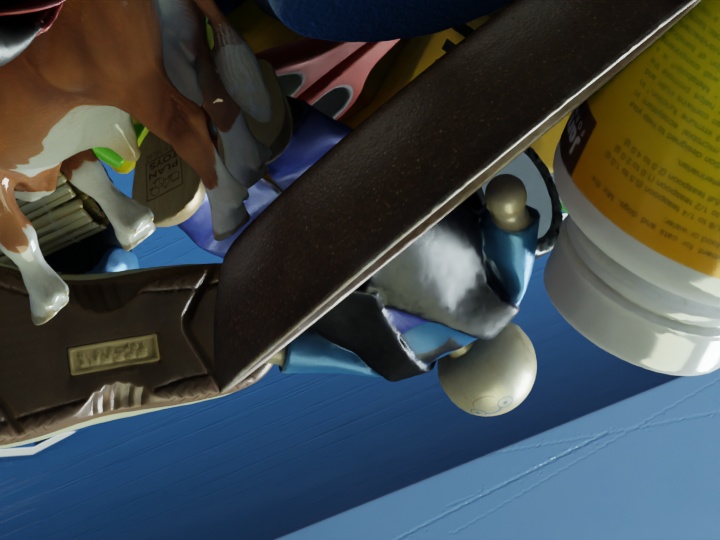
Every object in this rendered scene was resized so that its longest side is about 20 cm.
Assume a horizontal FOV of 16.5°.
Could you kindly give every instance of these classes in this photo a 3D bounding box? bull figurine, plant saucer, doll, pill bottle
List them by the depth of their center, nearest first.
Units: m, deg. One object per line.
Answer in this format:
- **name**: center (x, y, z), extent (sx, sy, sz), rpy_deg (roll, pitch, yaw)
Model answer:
- **plant saucer**: center (0.023, -0.037, 0.788), extent (0.200, 0.037, 0.200), rpy_deg (-40, 179, -1)
- **bull figurine**: center (-0.105, -0.054, 0.815), extent (0.065, 0.122, 0.200), rpy_deg (-45, -165, -32)
- **pill bottle**: center (0.138, -0.063, 0.882), extent (0.109, 0.109, 0.201), rpy_deg (-9, 133, -43)
- **doll**: center (0.000, 0.000, 0.931), extent (0.136, 0.049, 0.200), rpy_deg (-32, 137, 23)

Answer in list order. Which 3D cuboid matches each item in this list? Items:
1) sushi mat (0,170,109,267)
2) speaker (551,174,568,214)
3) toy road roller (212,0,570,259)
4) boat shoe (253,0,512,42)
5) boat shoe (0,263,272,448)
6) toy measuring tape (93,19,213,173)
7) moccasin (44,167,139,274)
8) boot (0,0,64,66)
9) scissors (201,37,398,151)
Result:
- **sushi mat**: center (-0.203, -0.015, 1.007), extent (0.199, 0.096, 0.012), rpy_deg (-25, -152, 28)
- **speaker**: center (0.151, -0.087, 1.236), extent (0.088, 0.089, 0.200), rpy_deg (-15, 168, -20)
- **toy road roller**: center (0.012, -0.077, 1.032), extent (0.123, 0.146, 0.200), rpy_deg (-28, -157, 38)
- **boat shoe**: center (0.043, -0.130, 0.792), extent (0.199, 0.069, 0.084), rpy_deg (-23, 132, -24)
- **boat shoe**: center (-0.135, 0.034, 0.984), extent (0.201, 0.075, 0.075), rpy_deg (1, 176, -28)
- **toy measuring tape**: center (-0.091, -0.076, 0.965), extent (0.073, 0.074, 0.200), rpy_deg (-18, -174, -8)
- **moccasin**: center (-0.185, 0.001, 1.087), extent (0.199, 0.069, 0.080), rpy_deg (-12, 164, 17)
- **boot**: center (-0.126, -0.062, 0.651), extent (0.143, 0.073, 0.200), rpy_deg (-12, 179, 9)
- **scissors**: center (0.019, -0.099, 0.911), extent (0.200, 0.014, 0.073), rpy_deg (-36, 155, 1)
